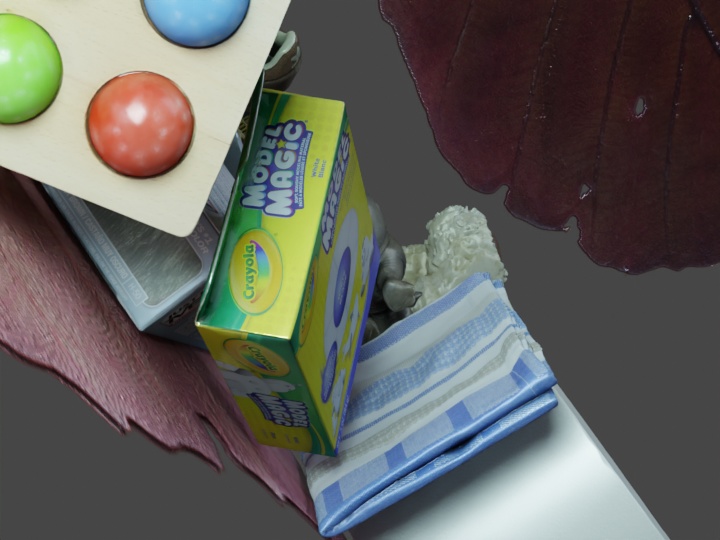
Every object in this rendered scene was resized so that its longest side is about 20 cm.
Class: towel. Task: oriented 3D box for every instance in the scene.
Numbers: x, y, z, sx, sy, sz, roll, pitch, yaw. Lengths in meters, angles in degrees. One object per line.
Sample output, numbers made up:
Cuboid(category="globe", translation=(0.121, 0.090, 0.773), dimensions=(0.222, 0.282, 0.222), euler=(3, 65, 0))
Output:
Cuboid(category="towel", translation=(0.029, 0.066, 0.971), dimensions=(0.024, 0.146, 0.200), euler=(57, 4, -16))

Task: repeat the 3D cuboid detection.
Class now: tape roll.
Cuboid(category="tape roll", translation=(0.091, 0.153, 1.026), dimensions=(0.203, 0.139, 0.203), euler=(54, 3, -4))

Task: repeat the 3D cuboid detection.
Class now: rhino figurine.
Cuboid(category="rhino figurine", translation=(0.000, 0.000, 1.089), dimensions=(0.200, 0.060, 0.088), euler=(56, 6, -42))

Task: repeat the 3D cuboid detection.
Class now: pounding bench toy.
Cuboid(category="pounding bench toy", translation=(-0.138, -0.119, 0.717), dimensions=(0.199, 0.125, 0.156), euler=(22, 12, -11))

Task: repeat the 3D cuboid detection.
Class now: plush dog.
Cuboid(category="plush dog", translation=(0.017, 0.047, 1.369), dimensions=(0.172, 0.160, 0.201), euler=(32, -46, 60))

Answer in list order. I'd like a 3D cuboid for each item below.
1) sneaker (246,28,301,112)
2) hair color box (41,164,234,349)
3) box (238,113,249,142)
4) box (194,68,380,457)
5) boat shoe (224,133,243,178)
Cuboid(category="sneaker", translation=(-0.125, -0.172, 1.105), dimensions=(0.199, 0.071, 0.076), euler=(26, -27, -14))
Cuboid(category="hair color box", translation=(-0.090, -0.017, 0.920), dimensions=(0.099, 0.060, 0.200), euler=(55, 3, 11))
Cuboid(category="box", translation=(-0.151, -0.165, 1.314), dimensions=(0.200, 0.049, 0.160), euler=(52, -10, -30))
Cuboid(category="box", translation=(-0.031, 0.001, 0.831), dimensions=(0.200, 0.048, 0.118), euler=(70, 31, -66))
Cuboid(category="boat shoe", translation=(-0.087, -0.038, 1.131), dimensions=(0.201, 0.071, 0.091), euler=(61, 2, -11))
